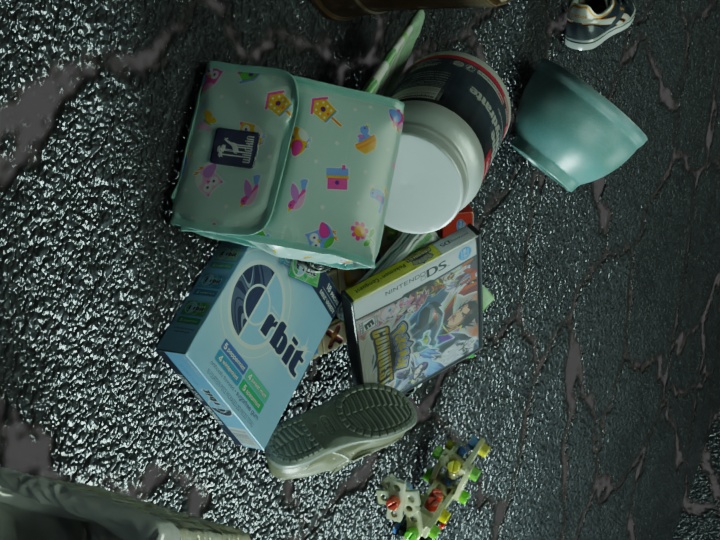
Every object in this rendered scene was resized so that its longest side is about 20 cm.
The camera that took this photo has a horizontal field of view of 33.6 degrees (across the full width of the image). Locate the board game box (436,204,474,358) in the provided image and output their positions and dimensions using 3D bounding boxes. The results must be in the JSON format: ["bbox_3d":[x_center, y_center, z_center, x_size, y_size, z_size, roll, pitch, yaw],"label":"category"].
[{"bbox_3d":[0.119,-0.008,1.565,0.153,0.040,0.201,-99,-174,-68],"label":"board game box"}]

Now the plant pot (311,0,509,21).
[{"bbox_3d":[0.064,-0.361,1.267,0.200,0.197,0.202,-28,123,-54],"label":"plant pot"}]

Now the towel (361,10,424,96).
[{"bbox_3d":[0.010,-0.180,1.336,0.201,0.023,0.153,-59,177,-34],"label":"towel"}]

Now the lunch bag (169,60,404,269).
[{"bbox_3d":[-0.073,-0.100,1.147,0.199,0.122,0.172,14,85,-18],"label":"lunch bag"}]

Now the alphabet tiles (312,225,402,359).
[{"bbox_3d":[0.000,0.000,1.383,0.199,0.008,0.168,-25,124,-28],"label":"alphabet tiles"}]

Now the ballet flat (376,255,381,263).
[{"bbox_3d":[0.034,0.013,1.483,0.200,0.067,0.064,40,32,-47],"label":"ballet flat"}]

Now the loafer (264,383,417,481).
[{"bbox_3d":[-0.027,0.189,1.376,0.199,0.075,0.070,-13,148,-28],"label":"loafer"}]

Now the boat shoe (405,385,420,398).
[{"bbox_3d":[0.056,0.149,1.559,0.200,0.061,0.073,-55,143,-38],"label":"boat shoe"}]

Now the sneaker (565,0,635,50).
[{"bbox_3d":[0.402,-0.434,1.973,0.200,0.078,0.080,-43,140,-46],"label":"sneaker"}]

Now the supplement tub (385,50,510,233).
[{"bbox_3d":[0.082,-0.145,1.334,0.200,0.139,0.141,-60,147,-50],"label":"supplement tub"}]

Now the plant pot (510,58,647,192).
[{"bbox_3d":[0.311,-0.205,1.798,0.134,0.200,0.200,-52,151,6],"label":"plant pot"}]

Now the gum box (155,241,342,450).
[{"bbox_3d":[-0.107,0.054,1.235,0.201,0.044,0.170,-62,140,-30],"label":"gum box"}]

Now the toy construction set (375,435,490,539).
[{"bbox_3d":[0.099,0.312,1.660,0.199,0.092,0.132,-18,140,-50],"label":"toy construction set"}]

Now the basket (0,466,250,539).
[{"bbox_3d":[-0.220,0.277,0.971,0.161,0.197,0.202,25,76,-64],"label":"basket"}]

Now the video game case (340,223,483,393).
[{"bbox_3d":[0.066,0.061,1.403,0.180,0.026,0.201,-28,138,-20],"label":"video game case"}]

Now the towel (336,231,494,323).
[{"bbox_3d":[0.067,0.039,1.428,0.149,0.031,0.200,-46,140,2],"label":"towel"}]

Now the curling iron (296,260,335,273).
[{"bbox_3d":[-0.053,-0.087,1.258,0.049,0.026,0.201,5,65,-30],"label":"curling iron"}]
